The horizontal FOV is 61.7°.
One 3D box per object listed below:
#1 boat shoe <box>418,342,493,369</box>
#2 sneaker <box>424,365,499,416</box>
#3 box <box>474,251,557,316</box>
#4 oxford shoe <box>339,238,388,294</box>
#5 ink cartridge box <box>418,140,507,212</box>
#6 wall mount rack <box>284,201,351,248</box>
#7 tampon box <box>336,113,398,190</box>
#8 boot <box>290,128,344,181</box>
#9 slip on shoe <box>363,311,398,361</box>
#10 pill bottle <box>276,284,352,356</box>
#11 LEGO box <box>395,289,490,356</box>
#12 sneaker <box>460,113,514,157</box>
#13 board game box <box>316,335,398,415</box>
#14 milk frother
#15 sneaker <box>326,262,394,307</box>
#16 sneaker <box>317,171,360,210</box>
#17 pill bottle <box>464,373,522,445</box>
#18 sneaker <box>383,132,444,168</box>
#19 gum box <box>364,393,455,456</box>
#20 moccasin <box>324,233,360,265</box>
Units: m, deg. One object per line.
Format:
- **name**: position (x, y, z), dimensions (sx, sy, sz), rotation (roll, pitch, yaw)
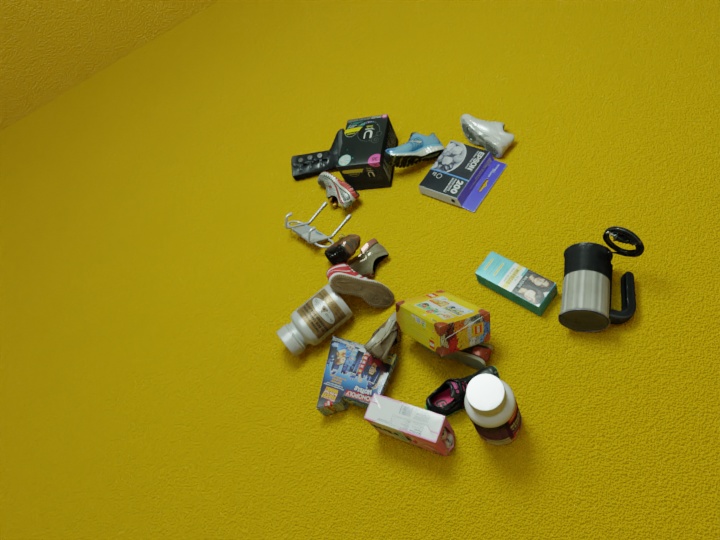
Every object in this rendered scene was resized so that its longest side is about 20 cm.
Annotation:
- **boat shoe**: position (0.235, 0.186, 1.524), dimensions (0.199, 0.071, 0.063), rotation (17, 60, 29)
- **sneaker**: position (0.244, 0.291, 1.440), dimensions (0.199, 0.084, 0.077), rotation (-31, 57, 3)
- **box**: position (0.403, 0.032, 1.568), dimensions (0.199, 0.049, 0.082), rotation (31, 74, 35)
- **oxford shoe**: position (0.000, 0.000, 1.750), dimensions (0.075, 0.070, 0.200), rotation (40, 86, 20)
- **ink cartridge box**: position (0.308, -0.290, 1.826), dimensions (0.199, 0.043, 0.199), rotation (25, 71, 32)
- **wall mount rack**: position (-0.135, -0.148, 1.907), dimensions (0.173, 0.075, 0.199), rotation (-20, 41, -42)
- **tampon box**: position (0.027, -0.380, 1.951), dimensions (0.149, 0.126, 0.201), rotation (-4, 58, 22)
- **boot**: position (-0.142, -0.401, 2.083), dimensions (0.198, 0.066, 0.166), rotation (-13, 53, 20)
- **slip on shoe**: position (0.070, 0.171, 1.567), dimensions (0.061, 0.200, 0.076), rotation (44, 113, 2)
- **pill bottle**: position (-0.130, 0.142, 1.680), dimensions (0.200, 0.115, 0.114), rotation (-39, 52, -5)
- **LEGO box**: position (0.200, 0.124, 1.492), dimensions (0.148, 0.078, 0.200), rotation (-13, 20, -25)
- **sneaker**: position (0.396, -0.432, 1.871), dimensions (0.099, 0.078, 0.200), rotation (-37, 61, -12)
- **board game box**: position (-0.021, 0.292, 1.568), dimensions (0.199, 0.062, 0.201), rotation (13, 65, 29)
- **milk frother**: position (0.563, 0.020, 1.414), dimensions (0.179, 0.200, 0.189), rotation (3, 60, 20)
- **sneaker**: position (-0.004, 0.039, 1.688), dimensions (0.072, 0.199, 0.113), rotation (-65, 21, 11)
- **sneaker**: position (-0.088, -0.258, 1.945), dimensions (0.082, 0.078, 0.200), rotation (-52, 41, 0)
- **pill bottle**: position (0.293, 0.306, 1.337), dimensions (0.110, 0.200, 0.112), rotation (-11, 55, 16)
- **sneaker**: position (0.161, -0.384, 1.891), dimensions (0.198, 0.078, 0.091), rotation (-14, 74, -20)
- **gum box**: position (0.122, 0.367, 1.424), dimensions (0.199, 0.114, 0.067), rotation (12, 64, 29)
- **moccasin**: position (-0.051, -0.064, 1.755), dimensions (0.074, 0.201, 0.078), rotation (47, 67, 0)
